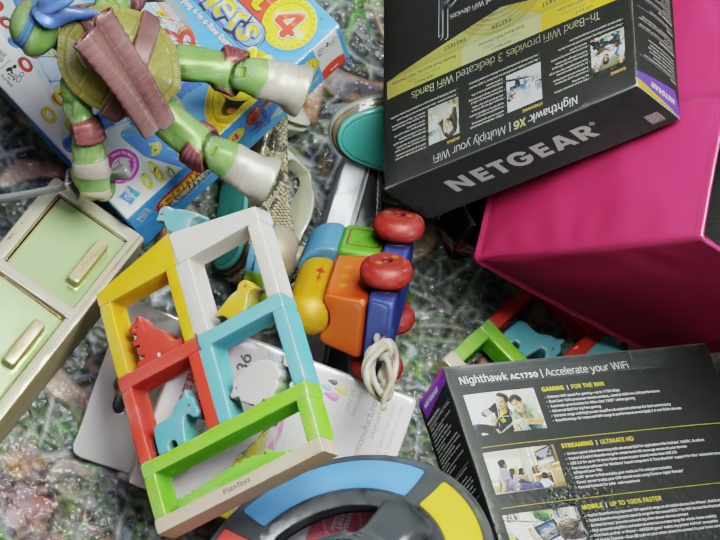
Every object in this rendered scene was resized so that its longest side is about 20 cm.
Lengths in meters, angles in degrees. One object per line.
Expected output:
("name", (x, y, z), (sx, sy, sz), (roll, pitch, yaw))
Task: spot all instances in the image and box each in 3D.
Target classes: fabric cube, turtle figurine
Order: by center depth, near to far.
("turtle figurine", (-0.141, -0.116, 1.587), (0.193, 0.200, 0.144), (22, 48, -8))
("fabric cube", (0.226, -0.069, 1.599), (0.196, 0.199, 0.201), (25, 70, -37))

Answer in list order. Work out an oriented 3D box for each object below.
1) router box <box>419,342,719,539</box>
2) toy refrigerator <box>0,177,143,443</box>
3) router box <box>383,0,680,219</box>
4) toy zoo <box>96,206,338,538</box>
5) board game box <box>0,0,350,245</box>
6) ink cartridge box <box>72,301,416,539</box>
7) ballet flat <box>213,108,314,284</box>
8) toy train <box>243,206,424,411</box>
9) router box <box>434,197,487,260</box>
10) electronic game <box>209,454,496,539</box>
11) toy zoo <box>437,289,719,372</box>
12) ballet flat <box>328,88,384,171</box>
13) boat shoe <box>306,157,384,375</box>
("router box", (0.153, 0.128, 1.558), (0.199, 0.051, 0.150), (-3, 59, -23))
("toy refrigerator", (-0.231, 0.040, 1.592), (0.076, 0.070, 0.200), (35, 60, 3))
("router box", (0.106, -0.140, 1.561), (0.052, 0.199, 0.158), (31, 49, -43))
("toy zoo", (-0.095, 0.050, 1.520), (0.020, 0.131, 0.201), (23, 44, -56))
("board game box", (-0.145, -0.157, 1.668), (0.196, 0.056, 0.200), (-43, 72, -7))
("ink cartridge box", (-0.078, 0.103, 1.581), (0.199, 0.067, 0.117), (20, 87, -5))
("ballet flat", (-0.068, -0.080, 1.706), (0.075, 0.068, 0.201), (11, 66, -34))
("toy train", (-0.027, 0.027, 1.543), (0.115, 0.085, 0.200), (7, 27, 5))
("router box", (0.133, -0.103, 1.765), (0.199, 0.062, 0.150), (-12, 69, -20))
("electronic game", (-0.013, 0.193, 1.476), (0.199, 0.042, 0.201), (-11, 45, 11))
("toy zoo", (0.166, 0.054, 1.713), (0.131, 0.020, 0.200), (45, 62, 8))
("ballet flat", (0.069, -0.106, 1.687), (0.199, 0.068, 0.064), (-1, 37, -15))
("boat shoe", (0.000, 0.000, 1.674), (0.066, 0.070, 0.201), (15, 64, -7))
